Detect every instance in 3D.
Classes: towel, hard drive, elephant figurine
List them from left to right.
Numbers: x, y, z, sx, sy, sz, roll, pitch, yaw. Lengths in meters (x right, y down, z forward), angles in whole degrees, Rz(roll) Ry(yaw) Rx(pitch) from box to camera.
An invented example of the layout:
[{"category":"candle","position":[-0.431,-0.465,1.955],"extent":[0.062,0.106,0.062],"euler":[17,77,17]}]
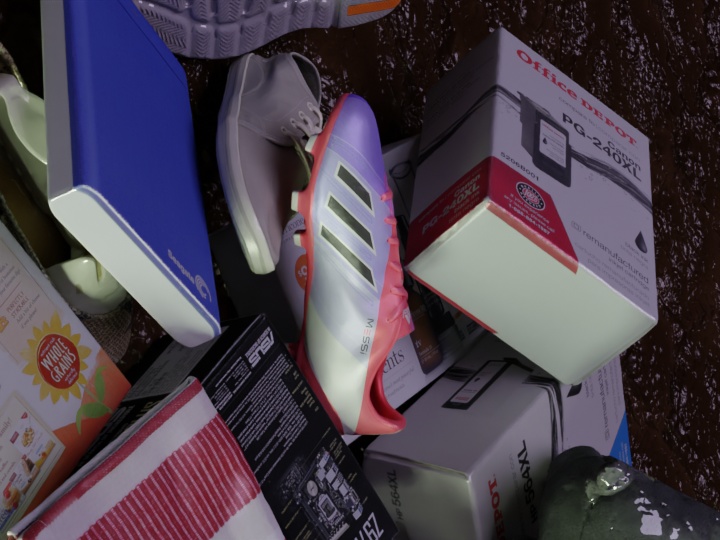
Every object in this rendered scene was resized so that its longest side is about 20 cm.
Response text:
[{"category":"hard drive","position":[-0.123,-0.073,0.787],"extent":[0.132,0.025,0.201],"euler":[53,18,-47]},{"category":"towel","position":[-0.076,0.171,0.726],"extent":[0.144,0.023,0.201],"euler":[-42,112,-47]},{"category":"elephant figurine","position":[0.136,0.216,0.891],"extent":[0.155,0.141,0.201],"euler":[28,88,-18]}]

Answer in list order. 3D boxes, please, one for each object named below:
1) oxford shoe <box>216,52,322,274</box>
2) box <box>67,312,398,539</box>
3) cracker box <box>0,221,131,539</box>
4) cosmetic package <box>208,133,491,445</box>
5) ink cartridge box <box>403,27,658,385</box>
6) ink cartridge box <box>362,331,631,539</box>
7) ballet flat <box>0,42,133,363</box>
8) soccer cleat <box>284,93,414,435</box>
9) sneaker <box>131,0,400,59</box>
[{"category":"oxford shoe","position":[-0.049,-0.072,0.873],"extent":[0.200,0.057,0.075],"euler":[-90,170,-55]},{"category":"box","position":[-0.090,0.149,0.800],"extent":[0.164,0.086,0.200],"euler":[59,43,-20]},{"category":"cracker box","position":[-0.214,0.032,0.707],"extent":[0.200,0.058,0.134],"euler":[56,42,-24]},{"category":"cosmetic package","position":[0.003,0.010,0.979],"extent":[0.200,0.052,0.151],"euler":[-32,102,-49]},{"category":"ink cartridge box","position":[0.115,-0.047,0.980],"extent":[0.145,0.083,0.200],"euler":[34,37,-19]},{"category":"ink cartridge box","position":[0.098,0.136,0.993],"extent":[0.200,0.084,0.147],"euler":[-39,128,-44]},{"category":"ballet flat","position":[-0.163,-0.034,0.772],"extent":[0.068,0.075,0.201],"euler":[-45,115,-43]},{"category":"soccer cleat","position":[0.000,0.000,0.842],"extent":[0.067,0.076,0.201],"euler":[-53,152,-69]},{"category":"sneaker","position":[-0.075,-0.199,0.932],"extent":[0.199,0.078,0.112],"euler":[-10,51,-29]}]
